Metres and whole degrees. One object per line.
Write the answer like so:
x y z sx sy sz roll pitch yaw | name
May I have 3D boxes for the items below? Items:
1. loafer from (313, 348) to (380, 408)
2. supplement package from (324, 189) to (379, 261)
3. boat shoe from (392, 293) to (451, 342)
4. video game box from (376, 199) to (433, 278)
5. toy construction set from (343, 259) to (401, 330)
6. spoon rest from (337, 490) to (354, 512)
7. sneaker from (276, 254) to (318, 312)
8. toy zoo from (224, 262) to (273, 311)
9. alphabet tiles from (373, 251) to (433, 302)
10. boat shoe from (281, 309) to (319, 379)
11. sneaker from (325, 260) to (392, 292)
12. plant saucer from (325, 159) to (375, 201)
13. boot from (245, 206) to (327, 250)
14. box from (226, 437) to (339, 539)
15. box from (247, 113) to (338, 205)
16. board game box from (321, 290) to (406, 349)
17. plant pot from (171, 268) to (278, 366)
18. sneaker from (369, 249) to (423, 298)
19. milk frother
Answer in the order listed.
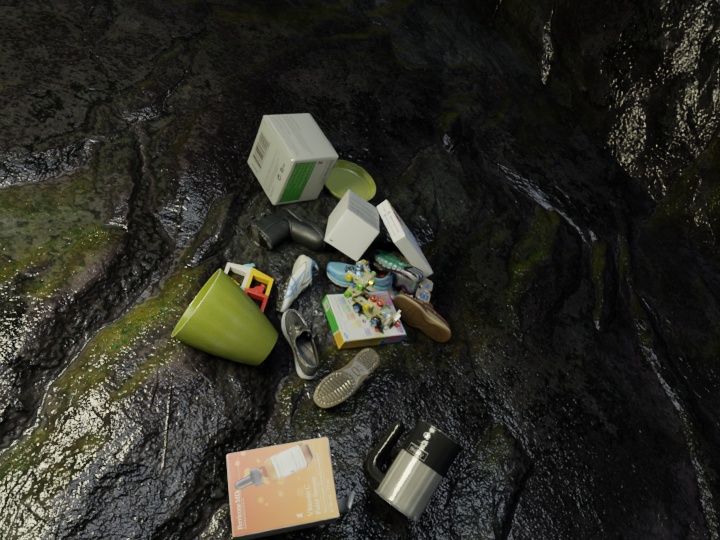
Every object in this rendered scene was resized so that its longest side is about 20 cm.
-0.032 0.273 1.391 0.200 0.068 0.076 -34 70 -27 | loafer
-0.022 -0.137 1.663 0.117 0.117 0.200 34 22 -13 | supplement package
0.181 0.126 1.634 0.200 0.072 0.072 34 35 -7 | boat shoe
0.135 -0.094 1.718 0.200 0.047 0.182 48 16 -42 | video game box
0.036 0.079 1.490 0.092 0.131 0.200 -24 66 -40 | toy construction set
-0.115 0.466 1.191 0.200 0.061 0.099 17 43 4 | spoon rest
-0.168 0.038 1.520 0.072 0.072 0.200 33 47 -10 | sneaker
-0.303 0.055 1.463 0.131 0.020 0.200 21 45 -11 | toy zoo
0.126 0.028 1.728 0.200 0.015 0.196 26 44 -6 | alphabet tiles
-0.147 0.173 1.413 0.070 0.066 0.200 2 51 -27 | boat shoe
0.000 0.000 1.622 0.199 0.090 0.079 10 48 -8 | sneaker
-0.045 -0.295 1.907 0.200 0.031 0.200 15 47 -17 | plant saucer
-0.215 -0.102 1.614 0.198 0.073 0.162 39 42 17 | boot
-0.153 0.428 1.106 0.199 0.106 0.153 -7 63 -12 | box
-0.212 -0.342 1.736 0.171 0.199 0.200 -16 62 -38 | box
0.011 0.133 1.553 0.200 0.040 0.153 -2 53 -30 | board game box
-0.297 0.129 1.309 0.200 0.187 0.187 37 42 -17 | plant pot
0.093 0.008 1.676 0.074 0.088 0.200 -10 32 -43 | sneaker
0.140 0.456 1.285 0.200 0.180 0.188 43 76 -29 | milk frother
